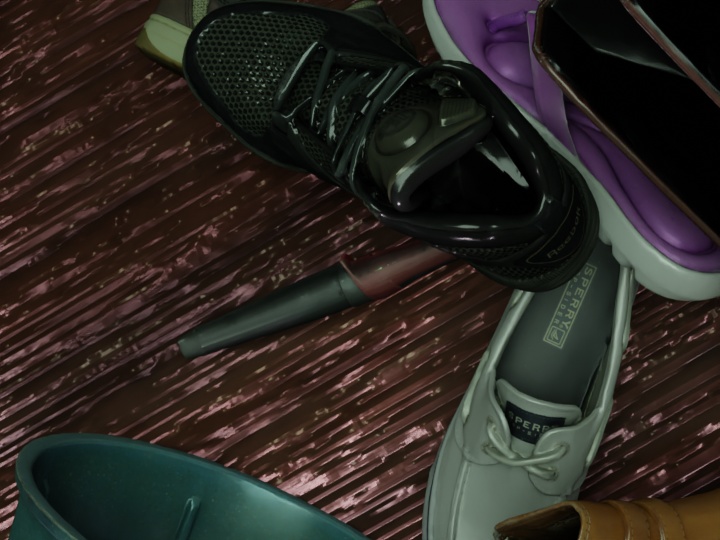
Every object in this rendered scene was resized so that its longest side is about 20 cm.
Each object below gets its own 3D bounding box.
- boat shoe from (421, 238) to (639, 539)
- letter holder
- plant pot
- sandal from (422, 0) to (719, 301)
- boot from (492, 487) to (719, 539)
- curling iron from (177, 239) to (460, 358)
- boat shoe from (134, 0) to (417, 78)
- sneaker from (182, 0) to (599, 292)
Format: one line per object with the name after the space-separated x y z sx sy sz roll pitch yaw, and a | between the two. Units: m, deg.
0.079 0.066 0.778 0.071 0.066 0.202 24 89 8 | boat shoe
0.168 -0.049 0.663 0.200 0.142 0.101 42 114 -11 | letter holder
-0.088 0.202 0.734 0.199 0.200 0.198 24 97 8 | plant pot
0.106 -0.075 0.764 0.203 0.082 0.050 52 135 23 | sandal
0.129 0.108 0.698 0.200 0.155 0.077 -43 44 20 | boot
0.000 0.000 0.793 0.198 0.049 0.026 -20 72 23 | curling iron
-0.007 -0.094 0.798 0.199 0.072 0.067 22 94 13 | boat shoe
0.003 -0.065 0.702 0.199 0.114 0.077 34 88 18 | sneaker
